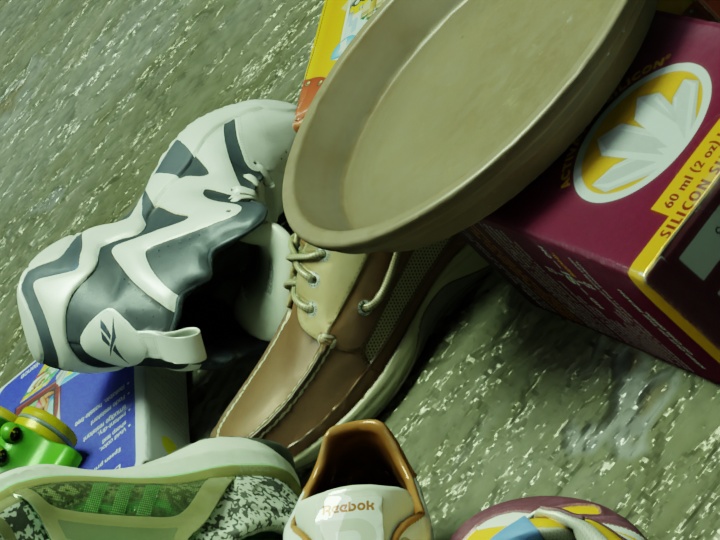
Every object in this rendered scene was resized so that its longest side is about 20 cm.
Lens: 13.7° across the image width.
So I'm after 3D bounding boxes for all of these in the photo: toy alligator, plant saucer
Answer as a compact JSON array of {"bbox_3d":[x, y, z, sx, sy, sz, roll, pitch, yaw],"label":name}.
[{"bbox_3d":[-0.162,0.087,1.376,0.200,0.054,0.059,0,53,56],"label":"toy alligator"},{"bbox_3d":[0.049,-0.081,1.210,0.200,0.029,0.200,-38,25,22],"label":"plant saucer"}]

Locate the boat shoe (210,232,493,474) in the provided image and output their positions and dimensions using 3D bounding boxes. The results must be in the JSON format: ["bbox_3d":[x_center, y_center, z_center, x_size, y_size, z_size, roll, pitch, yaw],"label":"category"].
[{"bbox_3d":[0.000,0.000,1.316,0.200,0.074,0.076,-50,26,-4],"label":"boat shoe"}]

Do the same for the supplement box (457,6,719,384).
[{"bbox_3d":[0.119,-0.033,1.166,0.110,0.086,0.200,-52,26,-7],"label":"supplement box"}]

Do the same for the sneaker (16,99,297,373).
[{"bbox_3d":[-0.052,-0.012,1.408,0.129,0.080,0.199,12,32,39],"label":"sneaker"}]

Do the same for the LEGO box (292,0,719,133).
[{"bbox_3d":[0.075,-0.134,1.380,0.200,0.077,0.149,-29,32,34],"label":"LEGO box"}]

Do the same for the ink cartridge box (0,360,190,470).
[{"bbox_3d":[-0.163,0.123,1.437,0.198,0.047,0.200,-37,30,19],"label":"ink cartridge box"}]

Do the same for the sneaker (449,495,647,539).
[{"bbox_3d":[0.068,0.109,1.045,0.075,0.090,0.200,-51,26,-6],"label":"sneaker"}]

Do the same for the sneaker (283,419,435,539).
[{"bbox_3d":[-0.007,0.134,1.114,0.073,0.085,0.200,-7,36,5],"label":"sneaker"}]

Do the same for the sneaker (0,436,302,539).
[{"bbox_3d":[-0.090,0.120,1.210,0.200,0.077,0.089,-15,27,-32],"label":"sneaker"}]
